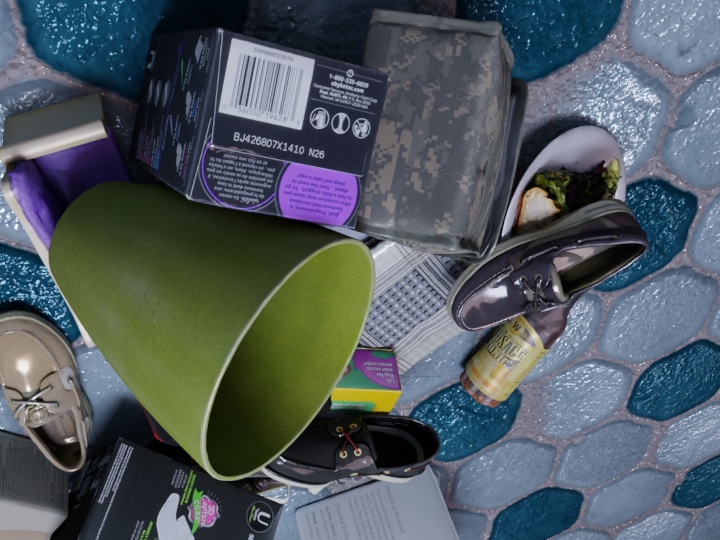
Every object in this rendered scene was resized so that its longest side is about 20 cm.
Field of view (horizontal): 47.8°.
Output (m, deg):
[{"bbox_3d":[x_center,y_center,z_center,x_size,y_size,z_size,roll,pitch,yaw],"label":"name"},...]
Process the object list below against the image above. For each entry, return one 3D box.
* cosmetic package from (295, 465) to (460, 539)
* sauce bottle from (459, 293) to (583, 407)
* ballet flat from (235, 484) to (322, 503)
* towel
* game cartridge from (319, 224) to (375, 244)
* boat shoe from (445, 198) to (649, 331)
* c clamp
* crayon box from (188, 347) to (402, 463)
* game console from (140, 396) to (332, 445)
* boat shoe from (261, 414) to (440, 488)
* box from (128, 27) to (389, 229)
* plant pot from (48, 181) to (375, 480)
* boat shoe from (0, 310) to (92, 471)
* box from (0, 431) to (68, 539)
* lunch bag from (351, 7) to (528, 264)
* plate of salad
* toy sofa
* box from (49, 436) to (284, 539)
[{"bbox_3d":[0.037,0.403,1.114,0.200,0.165,0.165,-18,134,-5],"label":"cosmetic package"},{"bbox_3d":[0.197,0.074,0.962,0.066,0.066,0.200,19,115,-33],"label":"sauce bottle"},{"bbox_3d":[-0.081,0.256,1.010,0.200,0.062,0.068,-10,140,-13],"label":"ballet flat"},{"bbox_3d":[0.074,0.015,0.835,0.200,0.035,0.193,-34,133,9],"label":"towel"},{"bbox_3d":[0.000,0.000,0.839,0.200,0.042,0.133,7,122,-27],"label":"game cartridge"},{"bbox_3d":[0.176,0.003,0.769,0.200,0.065,0.072,-28,124,5],"label":"boat shoe"},{"bbox_3d":[-0.087,0.229,0.899,0.200,0.027,0.171,-12,158,36],"label":"c clamp"},{"bbox_3d":[-0.077,0.149,0.885,0.200,0.058,0.173,5,139,-17],"label":"crayon box"},{"bbox_3d":[-0.121,0.088,0.745,0.177,0.031,0.200,-13,139,-6],"label":"game console"},{"bbox_3d":[-0.011,0.178,0.831,0.201,0.074,0.063,9,138,-30],"label":"boat shoe"},{"bbox_3d":[-0.083,-0.107,0.586,0.122,0.200,0.106,9,99,-28],"label":"box"},{"bbox_3d":[-0.123,0.018,0.593,0.187,0.200,0.187,-47,154,-32],"label":"plant pot"},{"bbox_3d":[-0.312,0.123,0.801,0.072,0.065,0.200,-14,133,-9],"label":"boat shoe"},{"bbox_3d":[-0.407,0.214,0.825,0.200,0.095,0.078,29,115,-36],"label":"box"},{"bbox_3d":[0.066,-0.095,0.657,0.200,0.117,0.164,7,95,-73],"label":"lunch bag"},{"bbox_3d":[0.219,-0.048,0.834,0.200,0.048,0.200,-18,120,-35],"label":"plate of salad"},{"bbox_3d":[-0.219,-0.035,0.679,0.083,0.098,0.200,-17,132,-6],"label":"toy sofa"},{"bbox_3d":[-0.213,0.286,0.878,0.200,0.124,0.148,29,145,-20],"label":"box"}]
